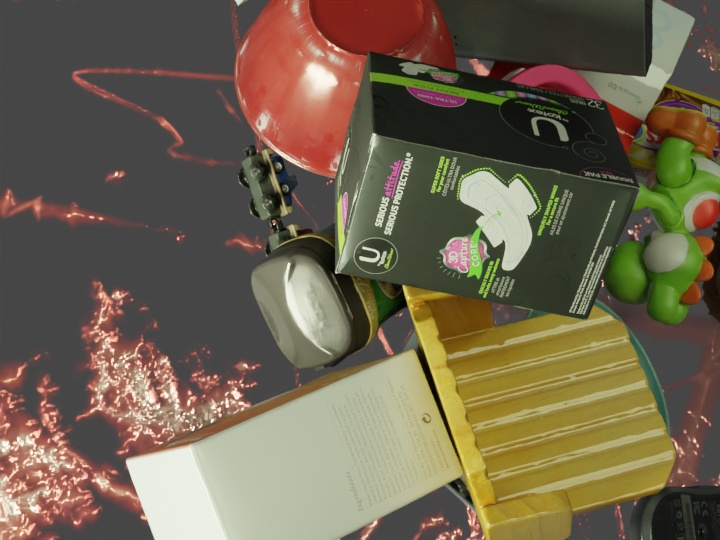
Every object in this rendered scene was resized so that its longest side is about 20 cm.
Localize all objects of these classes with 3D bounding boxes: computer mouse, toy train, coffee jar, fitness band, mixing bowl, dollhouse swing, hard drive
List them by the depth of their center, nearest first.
[{"bbox_3d":[0.151,0.098,1.034,0.175,0.182,0.200,-18,67,1],"label":"dollhouse swing"},{"bbox_3d":[0.000,0.000,1.079,0.200,0.085,0.104,-33,101,-49],"label":"coffee jar"},{"bbox_3d":[-0.003,-0.187,1.102,0.200,0.108,0.201,3,65,-7],"label":"mixing bowl"},{"bbox_3d":[-0.054,-0.014,1.115,0.046,0.034,0.200,-19,88,-33],"label":"toy train"},{"bbox_3d":[0.157,-0.243,1.156,0.140,0.200,0.033,77,30,-45],"label":"hard drive"},{"bbox_3d":[0.152,-0.097,1.158,0.200,0.037,0.144,-43,105,-32],"label":"fitness band"},{"bbox_3d":[0.315,0.255,1.242,0.200,0.053,0.139,11,71,-38],"label":"computer mouse"}]

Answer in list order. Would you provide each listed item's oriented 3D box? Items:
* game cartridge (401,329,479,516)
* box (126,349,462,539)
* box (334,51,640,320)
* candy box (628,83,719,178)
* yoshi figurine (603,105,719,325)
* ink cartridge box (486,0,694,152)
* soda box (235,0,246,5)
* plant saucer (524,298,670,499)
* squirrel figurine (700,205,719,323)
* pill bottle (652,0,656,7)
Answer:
[{"bbox_3d":[0.107,0.136,1.150,0.200,0.040,0.133,44,54,-15],"label":"game cartridge"},{"bbox_3d":[-0.053,0.151,1.009,0.200,0.152,0.107,-21,89,-30],"label":"box"},{"bbox_3d":[0.088,-0.067,1.005,0.200,0.124,0.149,11,32,-9],"label":"box"},{"bbox_3d":[0.307,-0.142,1.339,0.200,0.026,0.102,12,74,-24],"label":"candy box"},{"bbox_3d":[0.281,-0.049,1.257,0.112,0.112,0.200,11,81,-11],"label":"yoshi figurine"},{"bbox_3d":[0.216,-0.199,1.269,0.160,0.047,0.200,28,65,-2],"label":"ink cartridge box"},{"bbox_3d":[-0.056,-0.296,1.082,0.068,0.200,0.064,-38,97,-31],"label":"soda box"},{"bbox_3d":[0.204,0.115,1.193,0.200,0.036,0.200,24,52,-34],"label":"plant saucer"},{"bbox_3d":[0.393,-0.048,1.275,0.141,0.200,0.187,-2,79,-12],"label":"squirrel figurine"},{"bbox_3d":[0.180,-0.288,1.210,0.200,0.114,0.114,24,66,4],"label":"pill bottle"}]
